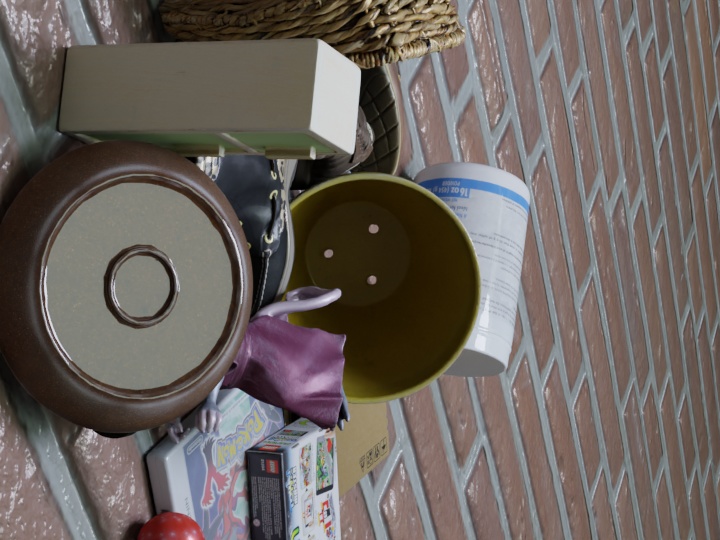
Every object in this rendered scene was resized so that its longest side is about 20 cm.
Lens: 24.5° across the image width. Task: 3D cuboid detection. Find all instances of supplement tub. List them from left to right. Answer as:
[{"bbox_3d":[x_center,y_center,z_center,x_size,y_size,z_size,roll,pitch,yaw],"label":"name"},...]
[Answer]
[{"bbox_3d":[0.106,-0.001,1.751,0.132,0.131,0.202,42,52,-60],"label":"supplement tub"}]

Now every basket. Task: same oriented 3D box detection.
[{"bbox_3d":[-0.038,-0.185,1.300,0.150,0.198,0.143,61,37,-37],"label":"basket"}]

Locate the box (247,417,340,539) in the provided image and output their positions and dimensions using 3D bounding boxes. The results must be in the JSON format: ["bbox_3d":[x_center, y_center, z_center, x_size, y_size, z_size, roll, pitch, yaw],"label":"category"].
[{"bbox_3d":[-0.054,0.240,1.454,0.110,0.034,0.202,-23,112,-64],"label":"box"}]

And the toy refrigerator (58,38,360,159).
[{"bbox_3d":[-0.106,-0.117,1.162,0.076,0.198,0.071,24,69,-65],"label":"toy refrigerator"}]

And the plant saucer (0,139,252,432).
[{"bbox_3d":[-0.154,0.011,1.133,0.199,0.034,0.203,0,91,-33],"label":"plant saucer"}]

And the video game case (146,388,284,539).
[{"bbox_3d":[-0.110,0.193,1.395,0.200,0.023,0.184,-44,131,-59],"label":"video game case"}]

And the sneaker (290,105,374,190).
[{"bbox_3d":[-0.022,-0.124,1.409,0.200,0.075,0.071,135,-59,-74],"label":"sneaker"}]

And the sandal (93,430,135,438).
[{"bbox_3d":[-0.175,0.019,1.176,0.045,0.075,0.202,3,91,-56],"label":"sandal"}]

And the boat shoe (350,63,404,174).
[{"bbox_3d":[0.010,-0.182,1.545,0.068,0.071,0.202,-41,126,-57],"label":"boat shoe"}]

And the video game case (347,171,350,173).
[{"bbox_3d":[-0.017,-0.148,1.598,0.200,0.019,0.145,8,84,-66],"label":"video game case"}]

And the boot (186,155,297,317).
[{"bbox_3d":[-0.114,-0.048,1.312,0.150,0.073,0.202,-8,111,-59],"label":"boot"}]

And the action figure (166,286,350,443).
[{"bbox_3d":[-0.098,0.060,1.259,0.199,0.134,0.151,17,77,-31],"label":"action figure"}]

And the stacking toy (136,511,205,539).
[{"bbox_3d":[-0.139,0.287,1.270,0.085,0.085,0.202,5,83,-67],"label":"stacking toy"}]

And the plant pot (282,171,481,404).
[{"bbox_3d":[0.000,0.000,1.472,0.142,0.198,0.202,-106,-170,-75],"label":"plant pot"}]

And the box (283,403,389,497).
[{"bbox_3d":[-0.022,0.132,1.596,0.200,0.021,0.165,-31,119,-63],"label":"box"}]
